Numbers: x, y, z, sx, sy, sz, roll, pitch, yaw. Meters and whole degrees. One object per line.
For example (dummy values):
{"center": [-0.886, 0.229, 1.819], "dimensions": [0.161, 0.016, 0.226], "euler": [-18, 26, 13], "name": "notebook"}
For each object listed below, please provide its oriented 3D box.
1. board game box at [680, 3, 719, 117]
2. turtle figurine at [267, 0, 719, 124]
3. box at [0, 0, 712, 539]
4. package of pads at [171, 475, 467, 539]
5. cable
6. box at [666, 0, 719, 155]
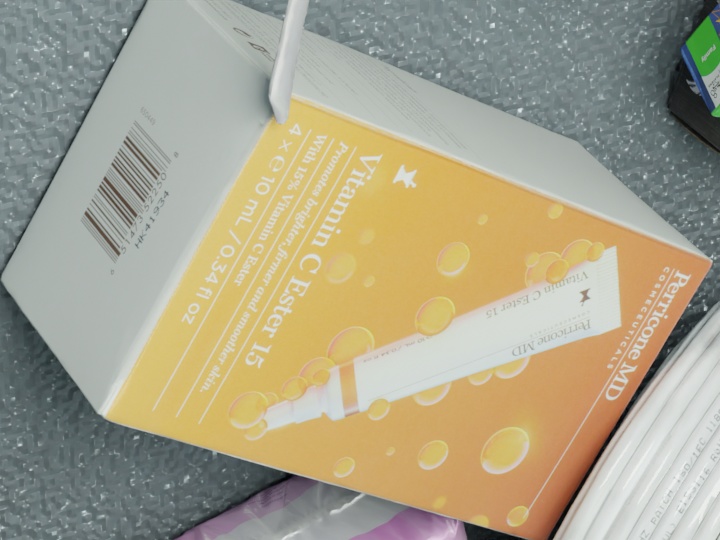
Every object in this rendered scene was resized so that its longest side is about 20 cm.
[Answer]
{"center": [0.230, -0.098, 0.958], "dimensions": [0.200, 0.035, 0.135], "euler": [5, 139, -33], "name": "board game box"}
{"center": [0.055, -0.170, 0.805], "dimensions": [0.200, 0.144, 0.194], "euler": [-33, 111, -37], "name": "turtle figurine"}
{"center": [0.000, 0.000, 0.936], "dimensions": [0.200, 0.097, 0.125], "euler": [19, 108, -37], "name": "box"}
{"center": [-0.005, 0.168, 1.051], "dimensions": [0.120, 0.076, 0.200], "euler": [-25, 128, -14], "name": "package of pads"}
{"center": [0.122, 0.095, 1.021], "dimensions": [0.200, 0.069, 0.200], "euler": [-51, 164, -33], "name": "cable"}
{"center": [0.219, -0.133, 1.016], "dimensions": [0.158, 0.048, 0.200], "euler": [2, 118, -32], "name": "box"}
